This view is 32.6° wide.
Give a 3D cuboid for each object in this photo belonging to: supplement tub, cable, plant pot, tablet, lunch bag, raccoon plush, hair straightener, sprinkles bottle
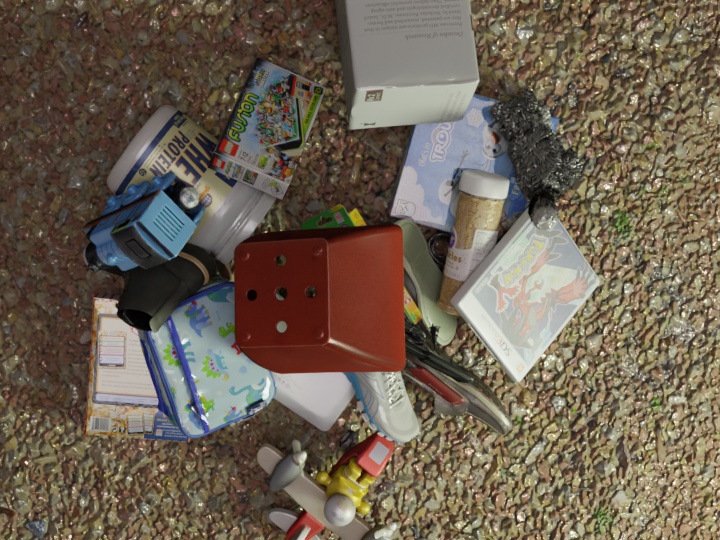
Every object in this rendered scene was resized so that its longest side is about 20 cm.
[{"bbox_3d":[-0.228,-0.115,1.686,0.200,0.145,0.145,36,93,-8],"label":"supplement tub"},{"bbox_3d":[0.185,0.012,1.782,0.097,0.050,0.200,-41,100,-1],"label":"cable"},{"bbox_3d":[-0.066,0.034,1.619,0.199,0.176,0.200,-3,84,23],"label":"plant pot"},{"bbox_3d":[-0.094,0.131,1.795,0.200,0.014,0.130,35,93,-8],"label":"tablet"},{"bbox_3d":[-0.216,0.122,1.710,0.161,0.082,0.200,-21,107,-22],"label":"lunch bag"},{"bbox_3d":[0.236,-0.160,1.658,0.097,0.200,0.134,-28,114,11],"label":"raccoon plush"},{"bbox_3d":[0.077,0.104,1.720,0.200,0.041,0.077,35,67,-10],"label":"hair straightener"},{"bbox_3d":[0.157,-0.038,1.723,0.068,0.068,0.200,9,102,-6],"label":"sprinkles bottle"}]

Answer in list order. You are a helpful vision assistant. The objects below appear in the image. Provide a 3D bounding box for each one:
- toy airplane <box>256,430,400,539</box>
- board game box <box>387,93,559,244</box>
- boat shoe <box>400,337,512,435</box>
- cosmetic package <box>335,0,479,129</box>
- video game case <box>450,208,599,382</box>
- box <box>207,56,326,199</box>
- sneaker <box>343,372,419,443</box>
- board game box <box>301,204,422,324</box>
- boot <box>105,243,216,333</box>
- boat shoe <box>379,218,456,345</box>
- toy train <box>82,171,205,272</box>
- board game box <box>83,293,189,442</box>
[{"bbox_3d":[-0.043,0.334,1.761,0.200,0.141,0.200,-4,98,-4],"label":"toy airplane"},{"bbox_3d":[0.160,-0.149,1.763,0.199,0.043,0.200,15,96,-6],"label":"board game box"},{"bbox_3d":[0.132,0.176,1.796,0.200,0.074,0.073,41,102,0],"label":"boat shoe"},{"bbox_3d":[0.057,-0.311,1.648,0.165,0.165,0.200,-6,79,-4],"label":"cosmetic package"},{"bbox_3d":[0.237,0.029,1.741,0.200,0.023,0.182,-49,124,-14],"label":"video game case"},{"bbox_3d":[-0.124,-0.195,1.674,0.110,0.200,0.035,23,140,-7],"label":"box"},{"bbox_3d":[0.031,0.152,1.748,0.075,0.087,0.200,-32,90,-44],"label":"sneaker"},{"bbox_3d":[0.000,0.000,1.751,0.095,0.030,0.200,-23,105,44],"label":"board game box"},{"bbox_3d":[-0.312,0.016,1.662,0.200,0.138,0.078,5,132,35],"label":"boot"},{"bbox_3d":[0.078,0.017,1.771,0.072,0.061,0.201,-41,116,-40],"label":"boat shoe"},{"bbox_3d":[-0.285,-0.054,1.577,0.087,0.200,0.114,49,49,-23],"label":"toy train"},{"bbox_3d":[-0.311,0.139,1.762,0.151,0.046,0.200,5,97,-5],"label":"board game box"}]
